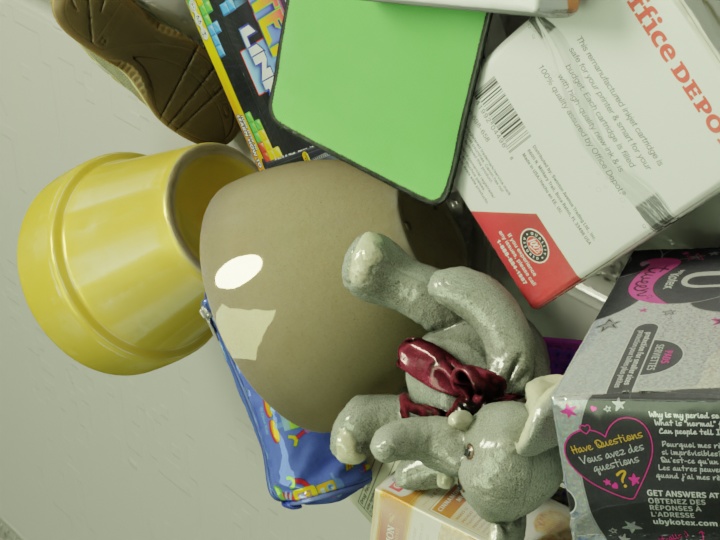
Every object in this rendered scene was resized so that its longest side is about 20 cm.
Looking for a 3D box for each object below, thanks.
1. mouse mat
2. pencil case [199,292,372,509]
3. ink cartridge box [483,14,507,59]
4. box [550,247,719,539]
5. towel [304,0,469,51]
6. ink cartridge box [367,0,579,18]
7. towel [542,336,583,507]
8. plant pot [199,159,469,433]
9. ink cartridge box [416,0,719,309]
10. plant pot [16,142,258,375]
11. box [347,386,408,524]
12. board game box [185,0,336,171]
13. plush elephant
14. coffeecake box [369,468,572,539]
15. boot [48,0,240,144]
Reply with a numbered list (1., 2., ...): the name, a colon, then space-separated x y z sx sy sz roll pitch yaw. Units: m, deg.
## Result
1. mouse mat: 0.013 -0.157 0.824 0.160 0.008 0.201 30 122 31
2. pencil case: -0.060 0.086 1.015 0.078 0.086 0.202 142 108 -72
3. ink cartridge box: 0.035 -0.201 0.875 0.094 0.037 0.201 7 132 39
4. box: 0.197 0.072 0.735 0.131 0.200 0.116 -2 111 26
5. towel: 0.032 -0.223 0.806 0.199 0.023 0.145 -7 98 43
6. ink cartridge box: 0.053 -0.249 0.735 0.161 0.050 0.202 14 104 37
7. towel: 0.158 0.119 0.900 0.198 0.023 0.145 7 97 25
8. plant pot: 0.000 0.000 0.951 0.134 0.200 0.202 -25 92 27
9. ink cartridge box: 0.151 -0.091 0.787 0.200 0.083 0.145 -38 82 44
10. plant pot: -0.173 -0.024 1.171 0.188 0.200 0.202 -22 94 44
11. box: 0.100 0.185 1.028 0.200 0.109 0.128 45 140 24
12. board game box: -0.047 -0.167 1.033 0.165 0.056 0.201 -16 99 55
13. plush elephant: 0.067 0.094 0.808 0.198 0.155 0.166 13 114 1
14. coffeecake box: 0.103 0.231 0.897 0.199 0.073 0.155 22 124 26
15. boot: -0.196 -0.197 1.174 0.200 0.072 0.155 39 -178 -26
